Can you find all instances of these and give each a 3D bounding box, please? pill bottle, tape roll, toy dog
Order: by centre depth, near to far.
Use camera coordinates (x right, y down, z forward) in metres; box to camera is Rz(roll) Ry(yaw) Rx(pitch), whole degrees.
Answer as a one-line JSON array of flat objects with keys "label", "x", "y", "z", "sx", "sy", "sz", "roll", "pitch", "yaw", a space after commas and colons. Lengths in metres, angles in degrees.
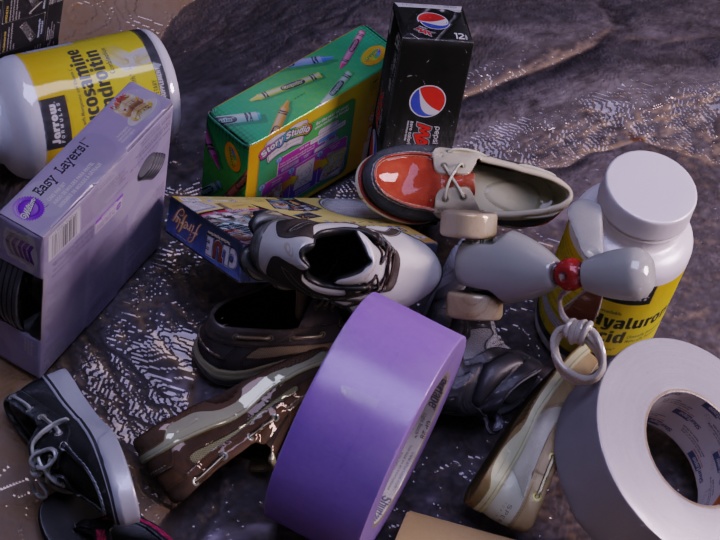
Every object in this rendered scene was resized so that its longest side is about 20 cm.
[{"label": "tape roll", "x": 0.005, "y": 0.125, "z": 1.588, "sx": 0.084, "sy": 0.201, "sz": 0.201, "roll": 25, "pitch": 51, "yaw": 10}, {"label": "tape roll", "x": 0.260, "y": 0.161, "z": 1.664, "sx": 0.199, "sy": 0.066, "sz": 0.202, "roll": 16, "pitch": 56, "yaw": -25}, {"label": "toy dog", "x": 0.159, "y": 0.001, "z": 1.675, "sx": 0.199, "sy": 0.133, "sz": 0.096, "roll": 27, "pitch": 20, "yaw": 26}, {"label": "pill bottle", "x": 0.227, "y": -0.009, "z": 1.746, "sx": 0.110, "sy": 0.201, "sz": 0.112, "roll": 6, "pitch": 50, "yaw": -7}, {"label": "pill bottle", "x": -0.270, "y": -0.146, "z": 1.799, "sx": 0.198, "sy": 0.112, "sz": 0.113, "roll": -16, "pitch": 57, "yaw": -23}]

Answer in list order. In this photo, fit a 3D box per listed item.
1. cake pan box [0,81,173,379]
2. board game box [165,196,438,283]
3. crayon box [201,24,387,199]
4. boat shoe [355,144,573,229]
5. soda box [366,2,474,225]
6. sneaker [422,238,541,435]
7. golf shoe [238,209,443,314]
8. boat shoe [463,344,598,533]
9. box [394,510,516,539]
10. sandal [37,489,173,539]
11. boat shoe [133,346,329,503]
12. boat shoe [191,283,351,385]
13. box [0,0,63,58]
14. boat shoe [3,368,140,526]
[{"label": "cake pan box", "x": -0.232, "y": -0.031, "z": 1.670, "sx": 0.052, "sy": 0.185, "sz": 0.200, "roll": 26, "pitch": 51, "yaw": 15}, {"label": "board game box", "x": -0.051, "y": -0.028, "z": 1.732, "sx": 0.198, "sy": 0.035, "sz": 0.135, "roll": -1, "pitch": 19, "yaw": -33}, {"label": "crayon box", "x": -0.053, "y": -0.128, "z": 1.828, "sx": 0.199, "sy": 0.119, "sz": 0.058, "roll": -33, "pitch": 59, "yaw": -32}, {"label": "boat shoe", "x": 0.092, "y": -0.074, "z": 1.770, "sx": 0.198, "sy": 0.062, "sz": 0.072, "roll": 8, "pitch": 81, "yaw": -25}, {"label": "soda box", "x": 0.050, "y": -0.140, "z": 1.807, "sx": 0.070, "sy": 0.201, "sz": 0.064, "roll": 2, "pitch": 38, "yaw": -11}, {"label": "sneaker", "x": 0.108, "y": 0.058, "z": 1.752, "sx": 0.113, "sy": 0.076, "sz": 0.201, "roll": 24, "pitch": 52, "yaw": 1}, {"label": "golf shoe", "x": 0.000, "y": 0.000, "z": 1.632, "sx": 0.199, "sy": 0.079, "sz": 0.094, "roll": 6, "pitch": 3, "yaw": -36}, {"label": "boat shoe", "x": 0.159, "y": 0.145, "z": 1.699, "sx": 0.066, "sy": 0.074, "sz": 0.200, "roll": 38, "pitch": 54, "yaw": 2}, {"label": "box", "x": 0.111, "y": 0.263, "z": 1.563, "sx": 0.198, "sy": 0.021, "sz": 0.164, "roll": 14, "pitch": 28, "yaw": 10}, {"label": "sandal", "x": -0.169, "y": 0.231, "z": 1.563, "sx": 0.199, "sy": 0.045, "sz": 0.075, "roll": 37, "pitch": 53, "yaw": 17}, {"label": "boat shoe", "x": -0.092, "y": 0.133, "z": 1.655, "sx": 0.201, "sy": 0.075, "sz": 0.075, "roll": -26, "pitch": 85, "yaw": -30}, {"label": "boat shoe", "x": -0.050, "y": 0.038, "z": 1.727, "sx": 0.199, "sy": 0.074, "sz": 0.075, "roll": -23, "pitch": 60, "yaw": -27}, {"label": "box", "x": -0.346, "y": -0.220, "z": 1.785, "sx": 0.157, "sy": 0.201, "sz": 0.050, "roll": -21, "pitch": 63, "yaw": -26}, {"label": "boat shoe", "x": -0.233, "y": 0.144, "z": 1.574, "sx": 0.068, "sy": 0.074, "sz": 0.199, "roll": -19, "pitch": 38, "yaw": -19}]
